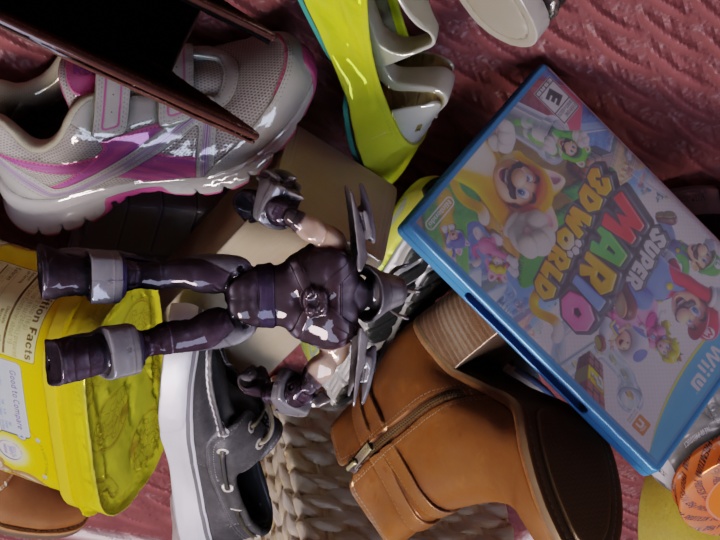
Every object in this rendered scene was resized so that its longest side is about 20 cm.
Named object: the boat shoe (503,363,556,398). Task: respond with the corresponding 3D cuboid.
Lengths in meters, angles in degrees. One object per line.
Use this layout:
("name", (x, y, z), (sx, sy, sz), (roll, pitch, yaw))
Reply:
("boat shoe", (0.052, 0.095, 1.249), (0.072, 0.072, 0.200), (44, 163, -13))

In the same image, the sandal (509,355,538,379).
("sandal", (0.077, 0.009, 1.227), (0.043, 0.076, 0.201), (-14, 130, 2))

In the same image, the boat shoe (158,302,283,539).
("boat shoe", (-0.077, 0.093, 1.113), (0.066, 0.070, 0.201), (2, 135, 2))

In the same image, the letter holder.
("letter holder", (-0.127, -0.153, 0.904), (0.199, 0.142, 0.101), (23, 100, -34))

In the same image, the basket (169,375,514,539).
("basket", (-0.005, 0.205, 1.340), (0.199, 0.199, 0.161), (17, 131, -29))

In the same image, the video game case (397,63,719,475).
("video game case", (0.133, -0.002, 1.106), (0.200, 0.143, 0.018), (45, 152, -6))

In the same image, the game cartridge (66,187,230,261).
("game cartridge", (-0.127, 0.017, 1.216), (0.129, 0.039, 0.200), (8, 137, -16))

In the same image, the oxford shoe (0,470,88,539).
("oxford shoe", (-0.245, 0.120, 1.285), (0.071, 0.072, 0.200), (-37, 133, 22))

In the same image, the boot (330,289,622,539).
("boot", (0.062, 0.119, 1.123), (0.073, 0.201, 0.155), (15, 131, -39))

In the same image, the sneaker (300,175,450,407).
("sneaker", (0.000, 0.000, 1.179), (0.078, 0.090, 0.200), (-25, 158, -38))

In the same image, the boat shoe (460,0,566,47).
("boat shoe", (0.057, -0.205, 0.971), (0.060, 0.072, 0.200), (-47, 128, -19))

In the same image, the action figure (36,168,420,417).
("action figure", (-0.065, 0.013, 1.004), (0.199, 0.131, 0.069), (-3, 178, -13))

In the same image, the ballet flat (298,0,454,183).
("ballet flat", (0.015, -0.116, 1.056), (0.067, 0.067, 0.200), (1, 142, 20))

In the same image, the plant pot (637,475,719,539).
("plant pot", (0.285, 0.187, 1.413), (0.141, 0.201, 0.200), (0, 147, 29))

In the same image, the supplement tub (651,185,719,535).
("supplement tub", (0.221, 0.056, 1.210), (0.122, 0.201, 0.123), (-6, 140, -5))

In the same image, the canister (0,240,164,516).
("canister", (-0.218, 0.045, 1.109), (0.199, 0.087, 0.149), (16, 133, 19))

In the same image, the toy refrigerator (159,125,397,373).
("toy refrigerator", (-0.067, 0.008, 1.124), (0.076, 0.070, 0.200), (30, 132, -17))

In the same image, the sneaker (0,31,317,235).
("sneaker", (-0.121, -0.087, 1.054), (0.199, 0.082, 0.088), (-20, 141, 10))
